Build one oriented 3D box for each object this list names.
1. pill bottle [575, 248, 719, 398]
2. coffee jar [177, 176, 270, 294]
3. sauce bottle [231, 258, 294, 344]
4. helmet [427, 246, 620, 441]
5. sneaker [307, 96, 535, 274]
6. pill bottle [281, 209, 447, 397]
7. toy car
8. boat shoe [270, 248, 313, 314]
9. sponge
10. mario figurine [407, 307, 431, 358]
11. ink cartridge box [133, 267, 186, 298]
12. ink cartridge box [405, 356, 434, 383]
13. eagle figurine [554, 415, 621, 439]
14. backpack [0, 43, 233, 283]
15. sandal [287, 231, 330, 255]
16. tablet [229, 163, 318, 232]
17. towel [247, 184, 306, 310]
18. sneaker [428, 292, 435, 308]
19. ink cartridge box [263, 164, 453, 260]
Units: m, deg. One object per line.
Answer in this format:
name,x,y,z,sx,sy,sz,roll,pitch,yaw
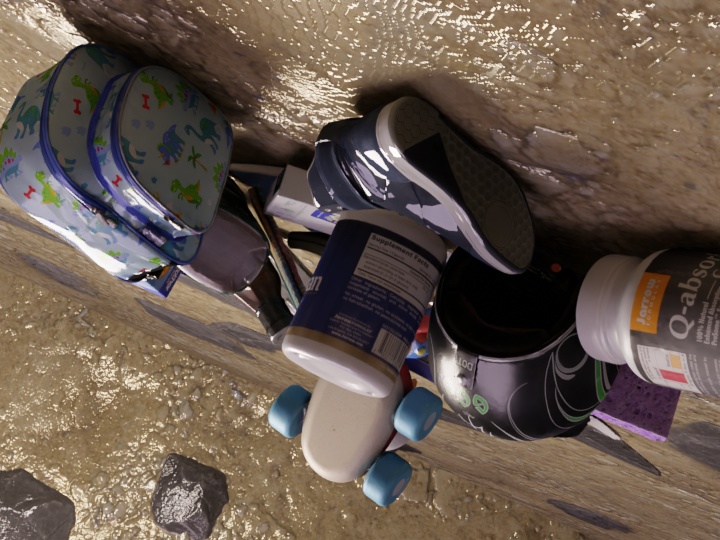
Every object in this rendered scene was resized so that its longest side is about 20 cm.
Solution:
pill bottle,0.285,0.044,0.972,0.199,0.117,0.116,10,161,45
coffee jar,-0.166,-0.054,1.296,0.104,0.085,0.200,34,-171,-23
sauce bottle,-0.138,-0.001,1.421,0.200,0.066,0.066,57,-178,25
helmet,0.159,0.065,1.130,0.199,0.201,0.191,17,153,26
sneaker,0.047,-0.063,1.015,0.146,0.077,0.202,-10,136,48
pill bottle,0.014,0.007,1.104,0.111,0.201,0.111,23,166,6
toy car,0.025,0.165,1.475,0.184,0.178,0.200,31,-161,23
boat shoe,-0.077,0.044,1.547,0.200,0.070,0.071,48,-174,-14
sponge,0.241,0.090,1.237,0.199,0.112,0.030,21,165,9
mario figurine,0.045,0.084,1.253,0.200,0.123,0.106,-1,-128,-51
ink cartridge box,-0.264,-0.057,1.470,0.076,0.137,0.200,23,168,24
ink cartridge box,0.077,0.105,1.545,0.196,0.043,0.200,29,-165,-20
eagle figurine,0.202,0.128,1.331,0.199,0.151,0.152,-17,145,-11
backpack,-0.225,-0.112,1.120,0.147,0.184,0.200,-22,136,39
sandal,0.000,0.000,1.317,0.200,0.058,0.080,17,-176,39
tablet,-0.045,-0.066,1.332,0.130,0.014,0.200,11,161,43
towel,-0.086,-0.014,1.336,0.200,0.022,0.147,106,139,-82
sneaker,0.141,0.067,1.415,0.200,0.071,0.075,44,154,-30
ink cartridge box,0.005,-0.052,1.213,0.199,0.039,0.099,19,168,-11
